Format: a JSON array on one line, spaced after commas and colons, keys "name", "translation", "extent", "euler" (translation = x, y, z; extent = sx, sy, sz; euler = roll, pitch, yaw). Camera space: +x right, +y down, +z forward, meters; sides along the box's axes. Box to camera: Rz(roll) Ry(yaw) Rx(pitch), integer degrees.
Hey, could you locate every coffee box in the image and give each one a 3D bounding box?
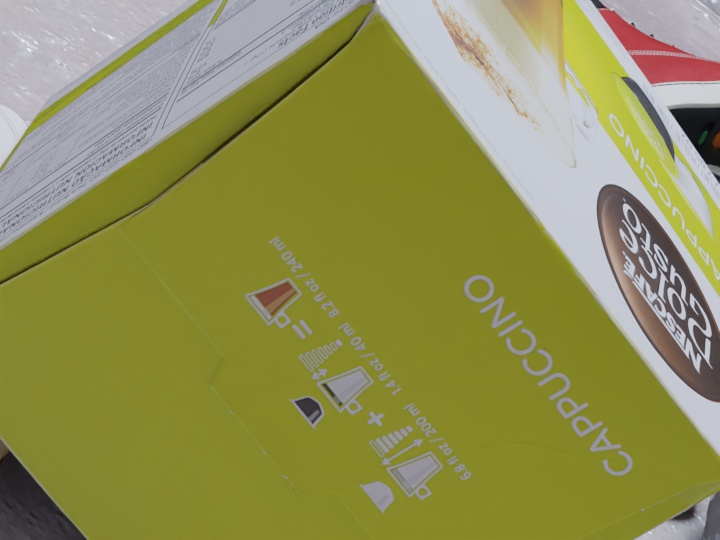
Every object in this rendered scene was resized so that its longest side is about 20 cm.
[{"name": "coffee box", "translation": [0.000, 0.000, 0.892], "extent": [0.200, 0.200, 0.198], "euler": [52, 23, -16]}]

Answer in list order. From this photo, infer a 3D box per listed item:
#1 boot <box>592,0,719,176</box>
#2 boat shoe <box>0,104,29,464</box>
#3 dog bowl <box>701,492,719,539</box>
[{"name": "boot", "translation": [0.181, -0.119, 1.519], "extent": [0.200, 0.072, 0.144], "euler": [1, 39, -42]}, {"name": "boat shoe", "translation": [-0.159, -0.007, 0.939], "extent": [0.069, 0.071, 0.200], "euler": [23, 29, -24]}, {"name": "dog bowl", "translation": [0.236, 0.137, 1.107], "extent": [0.200, 0.059, 0.200], "euler": [15, 36, -11]}]
